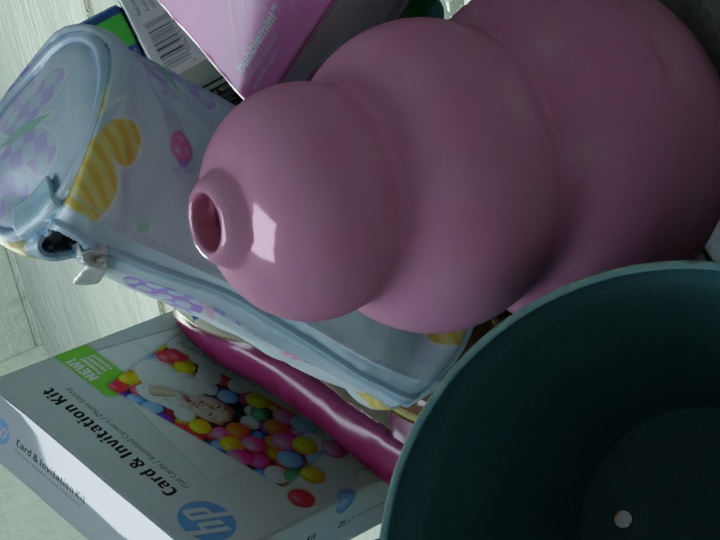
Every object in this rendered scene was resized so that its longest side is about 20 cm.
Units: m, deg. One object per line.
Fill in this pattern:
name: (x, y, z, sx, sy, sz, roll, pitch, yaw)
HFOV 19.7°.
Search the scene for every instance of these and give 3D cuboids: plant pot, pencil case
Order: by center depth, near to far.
plant pot: (0.116, 0.099, 0.711, 0.202, 0.199, 0.135, 65, -169, 6)
pencil case: (-0.045, -0.015, 0.768, 0.199, 0.083, 0.091, 25, -153, -38)

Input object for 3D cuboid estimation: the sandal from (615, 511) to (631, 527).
sandal: (0.103, 0.046, 0.907, 0.079, 0.059, 0.209, 4, 99, 56)

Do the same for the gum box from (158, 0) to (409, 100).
gum box: (-0.011, -0.169, 0.752, 0.114, 0.066, 0.200, 49, 131, 14)

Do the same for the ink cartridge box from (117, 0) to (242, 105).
ink cartridge box: (-0.081, -0.116, 0.937, 0.100, 0.039, 0.200, 62, -178, 7)

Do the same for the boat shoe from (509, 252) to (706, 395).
boat shoe: (0.069, -0.015, 0.843, 0.200, 0.072, 0.066, 43, 157, 21)

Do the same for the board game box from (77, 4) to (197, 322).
board game box: (-0.090, -0.056, 0.970, 0.136, 0.034, 0.200, 63, -179, -6)

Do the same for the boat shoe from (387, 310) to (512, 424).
boat shoe: (0.000, -0.001, 0.905, 0.200, 0.072, 0.068, 44, 177, 43)

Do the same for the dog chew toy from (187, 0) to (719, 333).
dog chew toy: (0.032, -0.034, 0.712, 0.124, 0.199, 0.126, 28, 124, 50)

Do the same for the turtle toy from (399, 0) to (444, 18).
turtle toy: (-0.009, -0.158, 0.890, 0.147, 0.100, 0.200, 63, 166, 17)

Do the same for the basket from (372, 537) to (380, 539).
basket: (0.025, 0.173, 0.848, 0.200, 0.175, 0.141, 24, 109, 55)

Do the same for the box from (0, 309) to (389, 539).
box: (-0.061, 0.079, 1.006, 0.155, 0.199, 0.041, 35, 127, 29)

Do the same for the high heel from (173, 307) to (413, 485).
high heel: (-0.013, 0.063, 0.989, 0.199, 0.067, 0.097, 12, 124, 37)
